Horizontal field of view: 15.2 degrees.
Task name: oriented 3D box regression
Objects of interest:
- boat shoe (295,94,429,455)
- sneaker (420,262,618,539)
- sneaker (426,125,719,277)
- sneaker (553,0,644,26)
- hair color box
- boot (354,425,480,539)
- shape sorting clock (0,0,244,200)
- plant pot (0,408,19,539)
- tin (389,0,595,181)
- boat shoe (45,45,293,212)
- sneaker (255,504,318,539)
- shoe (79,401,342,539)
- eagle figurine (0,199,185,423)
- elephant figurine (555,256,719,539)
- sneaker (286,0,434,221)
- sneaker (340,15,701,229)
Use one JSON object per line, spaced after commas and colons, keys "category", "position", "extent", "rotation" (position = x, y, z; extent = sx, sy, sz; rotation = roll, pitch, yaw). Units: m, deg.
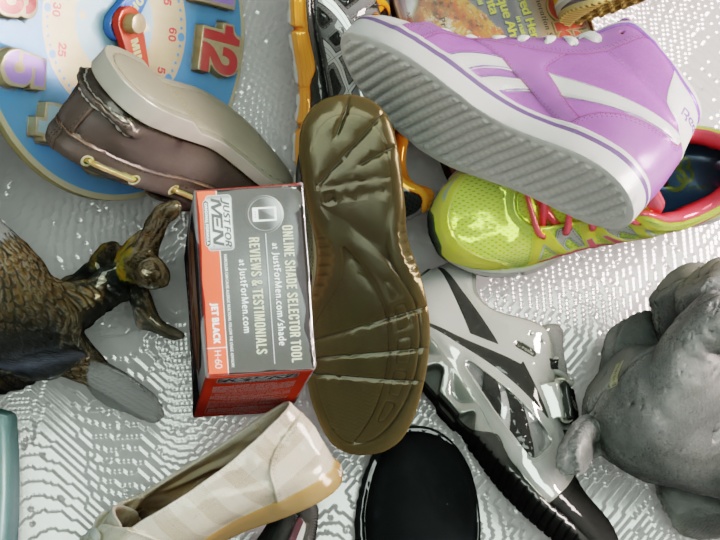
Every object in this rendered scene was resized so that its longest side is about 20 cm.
{"category": "boat shoe", "position": [-0.001, 0.000, 1.511], "extent": [0.071, 0.066, 0.202], "rotation": [-6, 100, -1]}
{"category": "sneaker", "position": [0.097, 0.077, 1.550], "extent": [0.088, 0.074, 0.200], "rotation": [-38, 85, -11]}
{"category": "sneaker", "position": [0.135, -0.048, 1.531], "extent": [0.199, 0.090, 0.079], "rotation": [-15, 90, -10]}
{"category": "sneaker", "position": [0.187, -0.216, 1.592], "extent": [0.199, 0.075, 0.090], "rotation": [-22, 88, -27]}
{"category": "hair color box", "position": [-0.063, 0.020, 1.478], "extent": [0.061, 0.200, 0.102], "rotation": [-3, 80, -6]}
{"category": "boot", "position": [0.038, 0.178, 1.482], "extent": [0.073, 0.162, 0.199], "rotation": [7, 80, -6]}
{"category": "shape sorting clock", "position": [-0.139, -0.140, 1.529], "extent": [0.200, 0.039, 0.201], "rotation": [-2, 93, -49]}
{"category": "plant pot", "position": [-0.254, 0.163, 1.451], "extent": [0.141, 0.141, 0.201], "rotation": [13, 87, -4]}
{"category": "tin", "position": [0.087, -0.122, 1.602], "extent": [0.111, 0.042, 0.201], "rotation": [-17, 83, -5]}
{"category": "boat shoe", "position": [-0.102, -0.065, 1.509], "extent": [0.060, 0.200, 0.072], "rotation": [-44, 62, 11]}
{"category": "sneaker", "position": [-0.105, 0.203, 1.509], "extent": [0.115, 0.076, 0.201], "rotation": [23, 80, 1]}
{"category": "shoe", "position": [-0.108, 0.136, 1.506], "extent": [0.199, 0.070, 0.054], "rotation": [-27, 112, 2]}
{"category": "eagle figurine", "position": [-0.208, 0.021, 1.497], "extent": [0.199, 0.152, 0.151], "rotation": [-19, 44, -25]}
{"category": "elephant figurine", "position": [0.231, 0.101, 1.541], "extent": [0.155, 0.142, 0.200], "rotation": [-40, 104, 17]}
{"category": "sneaker", "position": [0.001, -0.117, 1.566], "extent": [0.077, 0.078, 0.201], "rotation": [-3, 91, 13]}
{"category": "sneaker", "position": [0.094, -0.107, 1.504], "extent": [0.200, 0.073, 0.114], "rotation": [29, 60, 17]}
